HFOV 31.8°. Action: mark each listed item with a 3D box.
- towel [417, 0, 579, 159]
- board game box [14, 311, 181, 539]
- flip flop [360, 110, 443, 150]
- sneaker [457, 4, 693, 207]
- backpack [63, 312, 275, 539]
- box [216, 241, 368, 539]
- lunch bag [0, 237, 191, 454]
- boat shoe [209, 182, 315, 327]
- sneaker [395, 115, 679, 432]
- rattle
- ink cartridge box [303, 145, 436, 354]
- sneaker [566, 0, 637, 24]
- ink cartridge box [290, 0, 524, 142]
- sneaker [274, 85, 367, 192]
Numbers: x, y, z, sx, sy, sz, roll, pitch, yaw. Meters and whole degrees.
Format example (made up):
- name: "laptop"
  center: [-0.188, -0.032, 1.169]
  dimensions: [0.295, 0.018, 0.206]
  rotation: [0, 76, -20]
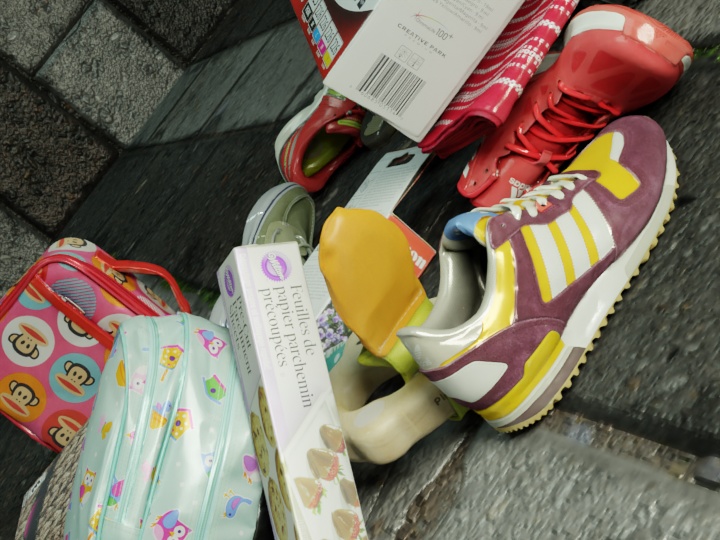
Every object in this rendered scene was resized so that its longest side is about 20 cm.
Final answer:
- name: "towel"
  center: [0.111, -0.163, 0.812]
  dimensions: [0.201, 0.022, 0.145]
  rotation: [-58, 8, -10]
- name: "board game box"
  center: [-0.158, 0.157, 0.937]
  dimensions: [0.200, 0.097, 0.160]
  rotation: [-49, 18, 7]
- name: "flip flop"
  center: [0.081, -0.160, 1.049]
  dimensions: [0.200, 0.058, 0.081]
  rotation: [-42, 17, -26]
- name: "sneaker"
  center: [0.126, -0.083, 0.777]
  dimensions: [0.116, 0.078, 0.200]
  rotation: [-64, 8, -10]
- name: "backpack"
  center: [-0.101, 0.126, 0.722]
  dimensions: [0.167, 0.126, 0.201]
  rotation: [-14, 63, 65]
- name: "box"
  center: [-0.034, 0.085, 0.666]
  dimensions: [0.041, 0.038, 0.201]
  rotation: [-42, 59, 60]
- name: "lunch bag"
  center: [-0.213, 0.073, 1.074]
  dimensions: [0.176, 0.200, 0.082]
  rotation: [-48, 13, 10]
- name: "boat shoe"
  center: [-0.069, -0.001, 1.103]
  dimensions: [0.062, 0.072, 0.201]
  rotation: [-9, 43, 29]
- name: "sneaker"
  center: [0.096, -0.019, 0.667]
  dimensions: [0.075, 0.090, 0.201]
  rotation: [-18, 38, 60]
- name: "rattle"
  center: [-0.011, 0.027, 0.762]
  dimensions: [0.130, 0.143, 0.200]
  rotation: [-53, 20, 4]
- name: "ink cartridge box"
  center: [0.000, 0.000, 0.935]
  dimensions: [0.200, 0.050, 0.109]
  rotation: [-55, 18, -13]
- name: "sneaker"
  center: [0.192, -0.222, 0.880]
  dimensions: [0.091, 0.076, 0.200]
  rotation: [-62, 10, -12]
- name: "ink cartridge box"
  center: [0.040, -0.215, 0.874]
  dimensions: [0.176, 0.084, 0.200]
  rotation: [-52, 26, 18]
- name: "sneaker"
  center: [-0.005, -0.156, 1.242]
  dimensions: [0.200, 0.077, 0.085]
  rotation: [-54, 28, 15]
